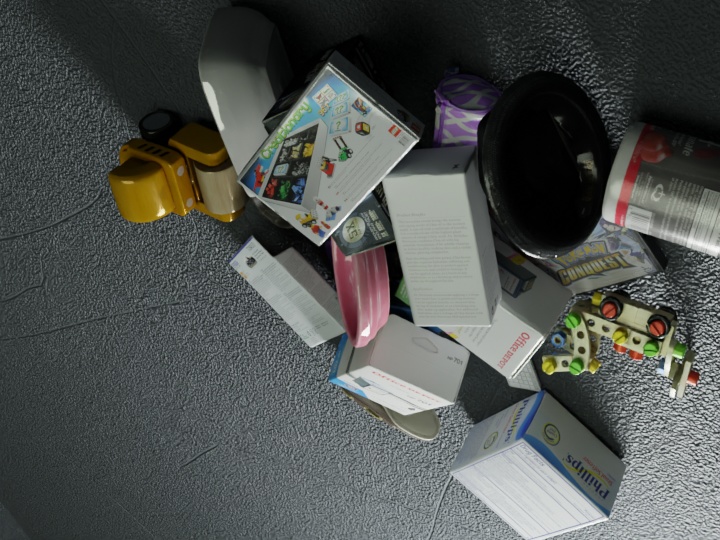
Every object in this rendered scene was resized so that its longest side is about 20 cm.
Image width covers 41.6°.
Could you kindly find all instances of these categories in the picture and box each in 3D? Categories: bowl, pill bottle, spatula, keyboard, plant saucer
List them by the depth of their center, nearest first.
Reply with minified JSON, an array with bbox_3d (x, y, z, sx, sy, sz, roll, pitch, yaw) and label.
[{"bbox_3d":[0.364,-0.077,0.994,0.197,0.111,0.112,20,140,20],"label":"pill bottle"},{"bbox_3d":[-0.125,-0.216,1.182,0.073,0.201,0.202,-10,126,10],"label":"bowl"},{"bbox_3d":[0.000,0.000,1.288,0.050,0.203,0.203,-7,138,-9],"label":"plant saucer"},{"bbox_3d":[0.211,0.098,1.373,0.055,0.011,0.202,1,129,37],"label":"keyboard"},{"bbox_3d":[0.021,-0.029,1.378,0.198,0.021,0.057,-11,112,40],"label":"spatula"}]

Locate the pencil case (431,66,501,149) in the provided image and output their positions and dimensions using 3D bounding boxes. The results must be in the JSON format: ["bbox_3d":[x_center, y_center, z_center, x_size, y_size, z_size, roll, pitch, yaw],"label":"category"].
[{"bbox_3d":[0.115,-0.132,1.131,0.084,0.084,0.203,44,143,38],"label":"pencil case"}]

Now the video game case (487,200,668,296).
[{"bbox_3d":[0.251,-0.049,1.180,0.198,0.026,0.182,-19,116,47],"label":"video game case"}]

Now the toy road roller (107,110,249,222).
[{"bbox_3d":[-0.275,-0.131,1.391,0.197,0.146,0.124,21,141,28],"label":"toy road roller"}]

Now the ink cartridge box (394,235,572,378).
[{"bbox_3d":[0.159,0.032,1.252,0.199,0.088,0.146,37,151,9],"label":"ink cartridge box"}]

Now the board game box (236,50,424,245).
[{"bbox_3d":[-0.037,-0.129,1.049,0.126,0.035,0.200,38,129,-11],"label":"board game box"}]

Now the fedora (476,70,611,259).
[{"bbox_3d":[0.185,-0.115,1.045,0.091,0.200,0.202,10,139,57],"label":"fedora"}]

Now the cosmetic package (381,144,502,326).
[{"bbox_3d":[0.098,-0.037,1.107,0.099,0.072,0.203,0,122,23],"label":"cosmetic package"}]

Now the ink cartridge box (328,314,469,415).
[{"bbox_3d":[0.053,0.143,1.415,0.144,0.087,0.200,25,162,-11],"label":"ink cartridge box"}]

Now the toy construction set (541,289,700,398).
[{"bbox_3d":[0.337,0.097,1.208,0.196,0.092,0.134,15,114,14],"label":"toy construction set"}]

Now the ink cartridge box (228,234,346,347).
[{"bbox_3d":[-0.107,0.027,1.473,0.200,0.043,0.196,47,159,-5],"label":"ink cartridge box"}]

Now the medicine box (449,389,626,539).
[{"bbox_3d":[0.272,0.307,1.464,0.182,0.103,0.200,42,141,-7],"label":"medicine box"}]

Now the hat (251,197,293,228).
[{"bbox_3d":[-0.103,-0.116,1.336,0.198,0.081,0.203,21,138,20],"label":"hat"}]

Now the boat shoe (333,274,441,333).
[{"bbox_3d":[0.052,0.042,1.393,0.197,0.069,0.085,16,148,29],"label":"boat shoe"}]

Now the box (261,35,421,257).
[{"bbox_3d":[-0.010,-0.151,1.154,0.085,0.165,0.202,-16,121,31],"label":"box"}]

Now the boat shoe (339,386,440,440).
[{"bbox_3d":[0.044,0.217,1.576,0.198,0.072,0.060,35,148,8],"label":"boat shoe"}]
